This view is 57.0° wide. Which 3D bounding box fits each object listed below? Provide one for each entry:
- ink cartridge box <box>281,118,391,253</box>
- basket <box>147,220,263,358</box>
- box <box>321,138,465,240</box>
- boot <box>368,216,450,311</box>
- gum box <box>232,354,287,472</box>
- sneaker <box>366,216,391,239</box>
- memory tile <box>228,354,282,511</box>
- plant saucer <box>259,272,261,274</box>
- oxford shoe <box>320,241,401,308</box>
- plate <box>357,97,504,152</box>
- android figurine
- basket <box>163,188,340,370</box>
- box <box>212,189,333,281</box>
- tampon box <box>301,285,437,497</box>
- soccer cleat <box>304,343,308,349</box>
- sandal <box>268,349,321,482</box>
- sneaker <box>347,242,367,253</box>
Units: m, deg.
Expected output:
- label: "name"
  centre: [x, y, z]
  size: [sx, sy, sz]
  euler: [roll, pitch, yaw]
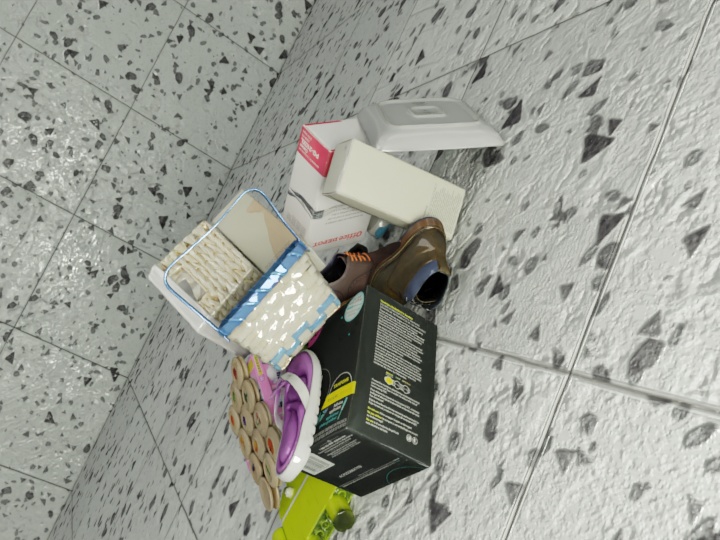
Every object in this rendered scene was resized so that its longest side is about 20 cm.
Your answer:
- label: "ink cartridge box"
  centre: [-0.042, -0.139, 1.104]
  size: [0.084, 0.142, 0.203]
  euler: [45, 133, 31]
- label: "basket"
  centre: [-0.214, 0.033, 1.035]
  size: [0.124, 0.135, 0.200]
  euler: [-47, -20, -7]
- label: "box"
  centre: [0.049, -0.113, 0.961]
  size: [0.068, 0.196, 0.084]
  euler: [8, 78, 67]
- label: "boot"
  centre: [0.063, 0.029, 0.939]
  size: [0.098, 0.073, 0.202]
  euler: [-101, 32, -48]
- label: "gum box"
  centre: [-0.147, 0.222, 1.055]
  size: [0.115, 0.065, 0.202]
  euler: [64, 148, 29]
- label: "sneaker"
  centre: [0.018, -0.140, 1.223]
  size: [0.076, 0.080, 0.203]
  euler: [-44, 34, 32]
- label: "memory tile"
  centre: [-0.161, 0.244, 1.000]
  size: [0.201, 0.016, 0.156]
  euler: [50, 139, 43]
- label: "plant saucer"
  centre: [-0.152, 0.067, 1.220]
  size: [0.032, 0.201, 0.200]
  euler: [-42, 23, -2]
- label: "oxford shoe"
  centre: [0.000, 0.000, 1.018]
  size: [0.198, 0.074, 0.071]
  euler: [-34, 37, -26]
- label: "plate"
  centre: [0.101, -0.233, 1.026]
  size: [0.201, 0.194, 0.033]
  euler: [-107, 14, -60]
- label: "android figurine"
  centre: [-0.067, 0.322, 0.935]
  size: [0.185, 0.040, 0.200]
  euler: [-60, 24, 4]
- label: "basket"
  centre: [-0.138, 0.020, 0.881]
  size: [0.176, 0.201, 0.139]
  euler: [-43, 13, -7]
- label: "box"
  centre: [-0.143, -0.035, 1.057]
  size: [0.078, 0.095, 0.199]
  euler: [-46, 54, -6]
- label: "tampon box"
  centre: [0.004, 0.156, 0.854]
  size: [0.149, 0.125, 0.204]
  euler: [-39, 31, 42]
- label: "soccer cleat"
  centre: [-0.097, 0.181, 1.092]
  size: [0.081, 0.066, 0.204]
  euler: [-48, 40, 40]
- label: "sandal"
  centre: [-0.085, 0.161, 0.811]
  size: [0.083, 0.049, 0.204]
  euler: [-52, 22, 22]
- label: "sneaker"
  centre: [-0.003, 0.018, 1.103]
  size: [0.079, 0.069, 0.201]
  euler: [-62, 20, 16]
